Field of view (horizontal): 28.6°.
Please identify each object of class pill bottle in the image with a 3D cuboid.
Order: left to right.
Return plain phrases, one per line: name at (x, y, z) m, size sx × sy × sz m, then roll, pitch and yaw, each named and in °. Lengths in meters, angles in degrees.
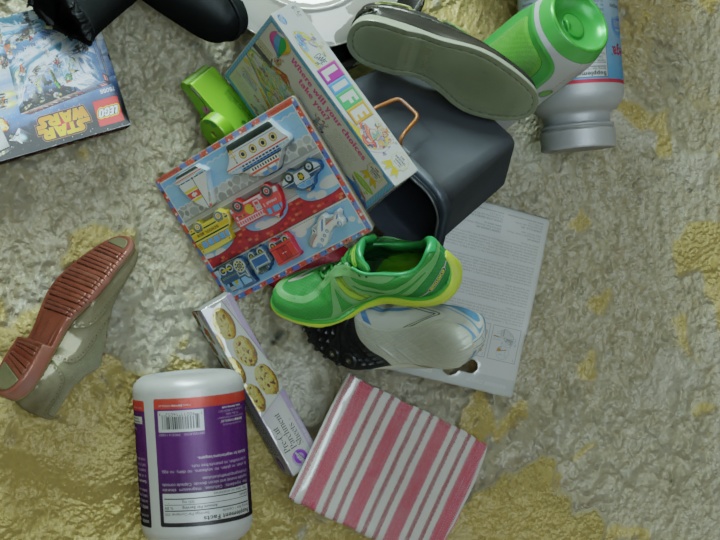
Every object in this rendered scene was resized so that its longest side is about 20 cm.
pill bottle at (-0.166, 0.202, 1.411) m, size 0.112 × 0.112 × 0.201 m, roll -4°, pitch 91°, yaw -16°
pill bottle at (0.229, -0.231, 1.534) m, size 0.108 × 0.109 × 0.201 m, roll -5°, pitch 91°, yaw -16°

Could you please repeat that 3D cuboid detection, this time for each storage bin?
storage bin at (0.056, -0.133, 1.444) m, size 0.134 × 0.146 × 0.200 m, roll -36°, pitch 67°, yaw -24°

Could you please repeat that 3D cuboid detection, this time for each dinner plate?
dinner plate at (-0.052, -0.320, 1.453) m, size 0.199 × 0.024 × 0.201 m, roll 0°, pitch 70°, yaw -1°

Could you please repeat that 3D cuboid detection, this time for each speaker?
speaker at (0.165, -0.209, 1.461) m, size 0.088 × 0.200 × 0.089 m, roll 15°, pitch 61°, yaw -28°

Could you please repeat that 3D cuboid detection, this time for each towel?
towel at (0.031, 0.212, 1.495) m, size 0.200 × 0.030 × 0.147 m, roll 29°, pitch 83°, yaw -26°

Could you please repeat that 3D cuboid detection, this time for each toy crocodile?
toy crocodile at (-0.107, -0.128, 1.459) m, size 0.200 × 0.062 × 0.068 m, roll 45°, pitch 59°, yaw -6°

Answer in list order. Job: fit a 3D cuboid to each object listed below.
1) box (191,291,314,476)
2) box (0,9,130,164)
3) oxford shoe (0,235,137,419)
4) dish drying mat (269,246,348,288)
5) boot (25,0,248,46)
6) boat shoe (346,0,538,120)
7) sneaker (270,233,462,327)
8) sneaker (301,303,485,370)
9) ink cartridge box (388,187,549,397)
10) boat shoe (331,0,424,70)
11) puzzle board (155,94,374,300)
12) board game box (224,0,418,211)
box at (-0.108, 0.118, 1.465) m, size 0.041 × 0.039 × 0.201 m, roll -30°, pitch 98°, yaw -20°
box at (-0.343, -0.180, 1.399) m, size 0.199 × 0.040 × 0.137 m, roll -18°, pitch 93°, yaw -16°
oxford shoe at (-0.281, 0.056, 1.412) m, size 0.200 × 0.071 × 0.074 m, roll -54°, pitch 128°, yaw -11°
dish drying mat at (-0.005, 0.025, 1.509) m, size 0.200 × 0.018 × 0.077 m, roll 29°, pitch 78°, yaw -13°
boot at (-0.226, -0.272, 1.386) m, size 0.198 × 0.073 × 0.162 m, roll 47°, pitch 51°, yaw -2°
boat shoe at (0.087, -0.213, 1.405) m, size 0.200 × 0.072 × 0.061 m, roll 23°, pitch 39°, yaw -4°
sneaker at (0.000, 0.000, 1.400) m, size 0.199 × 0.074 × 0.084 m, roll -12°, pitch 134°, yaw 19°
sneaker at (0.034, 0.063, 1.451) m, size 0.199 × 0.072 × 0.072 m, roll 5°, pitch 107°, yaw 25°
ink cartridge box at (0.109, 0.022, 1.528) m, size 0.162 × 0.050 × 0.201 m, roll 14°, pitch 88°, yaw -17°
boat shoe at (-0.008, -0.249, 1.480) m, size 0.201 × 0.061 × 0.072 m, roll -36°, pitch 99°, yaw -14°
puzzle board at (-0.100, -0.066, 1.409) m, size 0.151 × 0.200 × 0.017 m, roll 58°, pitch 33°, yaw -8°
board game box at (-0.042, -0.146, 1.383) m, size 0.034 × 0.134 × 0.200 m, roll -36°, pitch 90°, yaw -31°
